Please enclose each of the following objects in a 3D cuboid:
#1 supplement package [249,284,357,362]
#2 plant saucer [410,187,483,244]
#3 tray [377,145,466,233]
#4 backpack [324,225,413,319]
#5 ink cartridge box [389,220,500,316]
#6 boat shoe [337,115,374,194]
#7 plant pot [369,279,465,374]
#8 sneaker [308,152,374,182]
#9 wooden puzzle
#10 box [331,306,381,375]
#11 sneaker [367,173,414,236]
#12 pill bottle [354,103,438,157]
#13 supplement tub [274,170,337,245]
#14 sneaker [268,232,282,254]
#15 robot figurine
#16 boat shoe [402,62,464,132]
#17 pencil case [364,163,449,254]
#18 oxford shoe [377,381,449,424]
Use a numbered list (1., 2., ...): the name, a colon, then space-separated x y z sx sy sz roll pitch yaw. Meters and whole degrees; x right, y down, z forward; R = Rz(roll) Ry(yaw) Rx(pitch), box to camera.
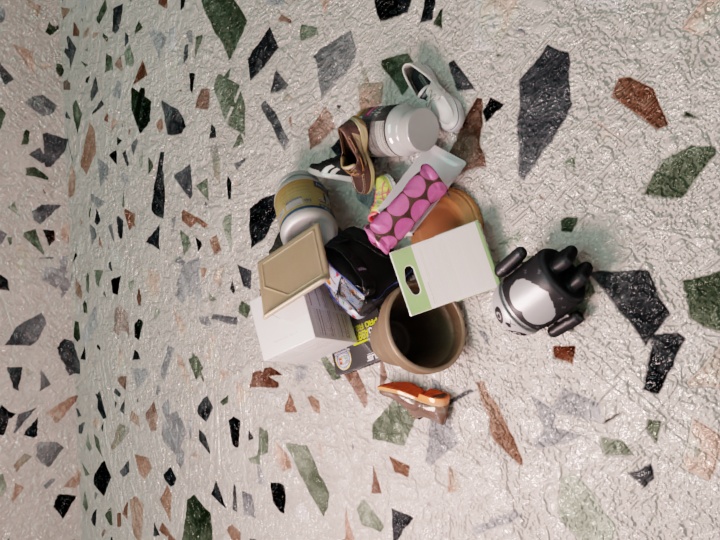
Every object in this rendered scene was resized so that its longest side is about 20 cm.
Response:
1. supplement package: -0.135 0.124 1.642 0.151 0.200 0.152 -25 71 23
2. plant saucer: 0.182 -0.084 1.513 0.199 0.037 0.202 3 94 46
3. tray: 0.135 -0.179 1.501 0.107 0.022 0.200 35 82 26
4. backpack: 0.000 0.000 1.581 0.190 0.200 0.154 45 137 14
5. ink cartridge box: 0.178 -0.003 1.431 0.199 0.048 0.147 -20 85 13
6. boat shoe: -0.018 -0.251 1.561 0.072 0.072 0.201 34 147 34
7. plant pot: 0.104 0.138 1.512 0.174 0.199 0.202 -31 68 59
8. sneaker: -0.041 -0.281 1.719 0.199 0.073 0.113 15 99 34
9. wooden puzzle: -0.151 0.002 1.545 0.184 0.037 0.201 -32 40 18
10. box: -0.001 0.160 1.704 0.199 0.044 0.162 -26 72 43
11. sneaker: 0.054 -0.147 1.569 0.078 0.090 0.201 72 179 -45
12. pill bottle: 0.076 -0.315 1.545 0.199 0.116 0.117 11 100 52
13. supplement tub: -0.143 -0.149 1.741 0.145 0.144 0.201 -56 33 31
14. sneaker: -0.176 -0.056 1.863 0.199 0.076 0.091 27 103 40
15. robot figurine: 0.339 0.040 1.289 0.200 0.124 0.151 -43 49 37
16. boat shoe: 0.154 -0.383 1.511 0.074 0.065 0.201 -53 56 32
17. pencil case: 0.094 -0.126 1.434 0.200 0.091 0.094 -45 17 -4
18. oxford shoe: 0.116 0.304 1.572 0.199 0.071 0.074 9 102 45
